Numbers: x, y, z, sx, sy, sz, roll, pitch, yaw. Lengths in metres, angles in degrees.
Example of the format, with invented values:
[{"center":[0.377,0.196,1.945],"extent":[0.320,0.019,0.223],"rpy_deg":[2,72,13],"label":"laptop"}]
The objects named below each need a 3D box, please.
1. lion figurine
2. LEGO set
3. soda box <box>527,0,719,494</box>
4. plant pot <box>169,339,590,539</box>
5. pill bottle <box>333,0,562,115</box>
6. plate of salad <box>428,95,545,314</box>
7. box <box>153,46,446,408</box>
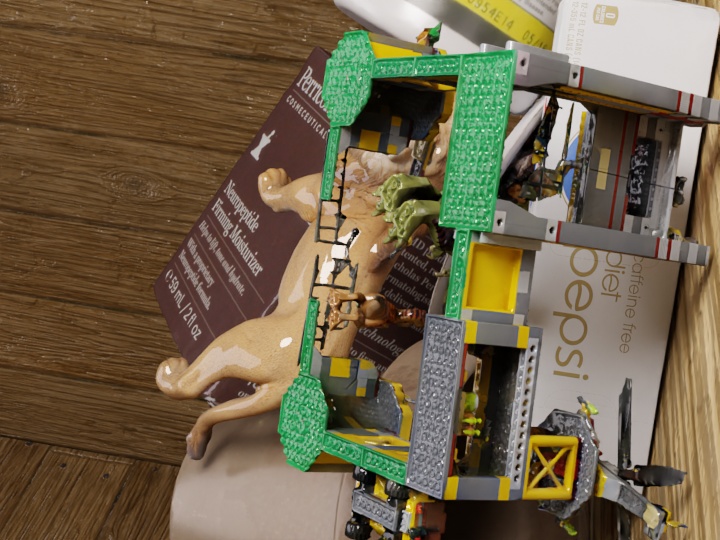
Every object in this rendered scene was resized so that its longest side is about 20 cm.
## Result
[{"center":[-0.017,0.004,0.603],"extent":[0.122,0.072,0.201],"rpy_deg":[6,74,56],"label":"lion figurine"},{"center":[0.056,0.003,0.474],"extent":[0.154,0.115,0.201],"rpy_deg":[-5,79,58],"label":"LEGO set"},{"center":[0.101,-0.013,0.540],"extent":[0.068,0.063,0.201],"rpy_deg":[-48,-35,-80],"label":"soda box"},{"center":[0.001,0.131,0.649],"extent":[0.200,0.174,0.202],"rpy_deg":[2,-92,-59],"label":"plant pot"},{"center":[0.082,-0.186,0.606],"extent":[0.201,0.114,0.114],"rpy_deg":[-59,-3,7],"label":"pill bottle"},{"center":[0.105,-0.034,0.660],"extent":[0.200,0.048,0.200],"rpy_deg":[-45,-21,-22],"label":"plate of salad"},{"center":[0.000,0.000,0.813],"extent":[0.200,0.164,0.166],"rpy_deg":[-55,30,9],"label":"box"}]
